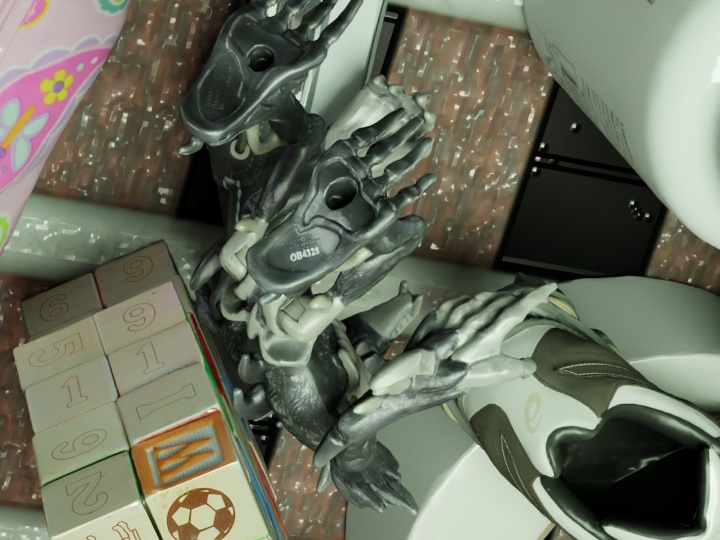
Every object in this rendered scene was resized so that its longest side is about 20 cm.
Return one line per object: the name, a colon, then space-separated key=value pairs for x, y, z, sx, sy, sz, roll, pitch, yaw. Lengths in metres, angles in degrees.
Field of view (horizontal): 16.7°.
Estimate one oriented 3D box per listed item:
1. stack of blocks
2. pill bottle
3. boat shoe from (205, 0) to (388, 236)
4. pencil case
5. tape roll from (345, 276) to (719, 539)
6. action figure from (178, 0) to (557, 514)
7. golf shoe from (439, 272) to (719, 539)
stack of blocks: x=-0.065 y=0.066 z=0.806 sx=0.058 sy=0.200 sz=0.115 roll=-23 pitch=119 yaw=-2
pill bottle: x=0.135 y=-0.067 z=0.798 sx=0.114 sy=0.200 sz=0.115 roll=-7 pitch=117 yaw=-13
boat shoe: x=-0.027 y=-0.065 z=0.836 sx=0.056 sy=0.069 sz=0.200 roll=14 pitch=112 yaw=1
pencil case: x=-0.133 y=-0.058 z=0.792 sx=0.087 sy=0.087 sz=0.200 roll=21 pitch=107 yaw=-24
tape roll: x=0.098 y=0.106 z=0.947 sx=0.202 sy=0.071 sz=0.203 roll=-7 pitch=117 yaw=-14
action figure: x=0.000 y=0.000 z=0.755 sx=0.102 sy=0.119 sz=0.200 roll=-30 pitch=157 yaw=-12
golf shoe: x=0.111 y=0.084 z=0.848 sx=0.200 sy=0.095 sz=0.078 roll=30 pitch=103 yaw=-28
